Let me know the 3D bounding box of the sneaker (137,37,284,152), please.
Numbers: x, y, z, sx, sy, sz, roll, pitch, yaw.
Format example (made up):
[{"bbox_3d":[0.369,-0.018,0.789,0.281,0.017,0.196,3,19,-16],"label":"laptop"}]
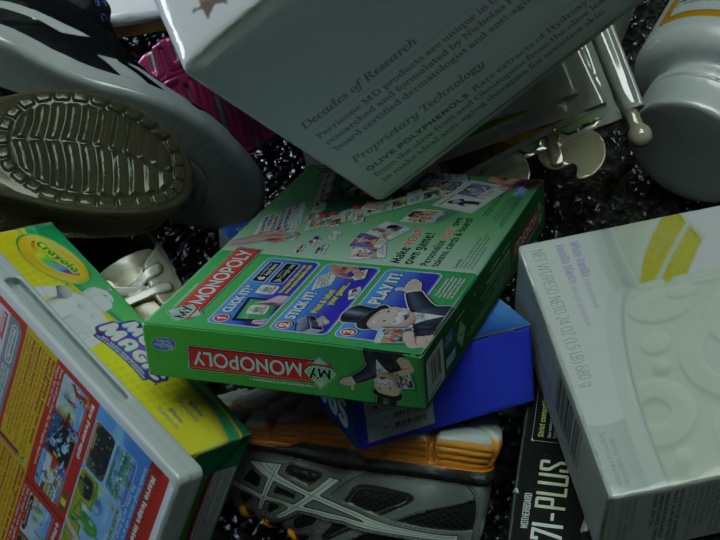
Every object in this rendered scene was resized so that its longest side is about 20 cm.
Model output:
[{"bbox_3d":[-0.041,-0.114,0.990,0.199,0.082,0.088,-7,7,15],"label":"sneaker"}]

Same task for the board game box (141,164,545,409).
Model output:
[{"bbox_3d":[0.000,0.000,0.793,0.134,0.029,0.200,5,26,21],"label":"board game box"}]

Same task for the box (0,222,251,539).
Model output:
[{"bbox_3d":[-0.146,0.066,0.824,0.048,0.118,0.200,-16,49,-45],"label":"box"}]

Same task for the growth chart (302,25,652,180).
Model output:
[{"bbox_3d":[0.051,-0.104,0.903,0.199,0.018,0.145,-12,81,7],"label":"growth chart"}]

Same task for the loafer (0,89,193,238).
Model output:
[{"bbox_3d":[-0.190,-0.052,0.879,0.199,0.068,0.076,6,63,-8],"label":"loafer"}]

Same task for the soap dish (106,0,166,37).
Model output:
[{"bbox_3d":[-0.147,-0.224,0.997,0.199,0.158,0.081,-2,21,34],"label":"soap dish"}]

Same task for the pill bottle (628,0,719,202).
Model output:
[{"bbox_3d":[0.232,-0.136,0.968,0.109,0.109,0.200,22,57,18],"label":"pill bottle"}]

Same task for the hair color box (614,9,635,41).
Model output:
[{"bbox_3d":[0.131,-0.207,0.971,0.064,0.200,0.111,16,54,15],"label":"hair color box"}]

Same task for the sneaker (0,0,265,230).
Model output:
[{"bbox_3d":[-0.137,-0.109,0.945,0.199,0.073,0.112,29,34,-16],"label":"sneaker"}]

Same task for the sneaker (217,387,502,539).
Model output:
[{"bbox_3d":[-0.027,0.104,0.819,0.199,0.078,0.078,5,11,26],"label":"sneaker"}]

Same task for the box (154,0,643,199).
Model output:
[{"bbox_3d":[0.004,-0.187,0.795,0.200,0.171,0.199,-37,54,18],"label":"box"}]

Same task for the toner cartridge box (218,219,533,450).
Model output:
[{"bbox_3d":[0.002,0.019,0.840,0.095,0.043,0.200,-13,25,-19],"label":"toner cartridge box"}]

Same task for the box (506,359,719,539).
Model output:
[{"bbox_3d":[0.159,0.099,0.804,0.163,0.086,0.201,7,53,7],"label":"box"}]

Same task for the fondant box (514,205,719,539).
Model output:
[{"bbox_3d":[0.185,0.039,0.758,0.199,0.058,0.145,-11,52,-7],"label":"fondant box"}]

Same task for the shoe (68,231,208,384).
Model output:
[{"bbox_3d":[-0.145,0.000,0.900,0.070,0.054,0.200,-25,47,-22],"label":"shoe"}]

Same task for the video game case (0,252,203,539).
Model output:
[{"bbox_3d":[-0.160,0.087,0.799,0.017,0.143,0.200,-14,47,-44],"label":"video game case"}]
